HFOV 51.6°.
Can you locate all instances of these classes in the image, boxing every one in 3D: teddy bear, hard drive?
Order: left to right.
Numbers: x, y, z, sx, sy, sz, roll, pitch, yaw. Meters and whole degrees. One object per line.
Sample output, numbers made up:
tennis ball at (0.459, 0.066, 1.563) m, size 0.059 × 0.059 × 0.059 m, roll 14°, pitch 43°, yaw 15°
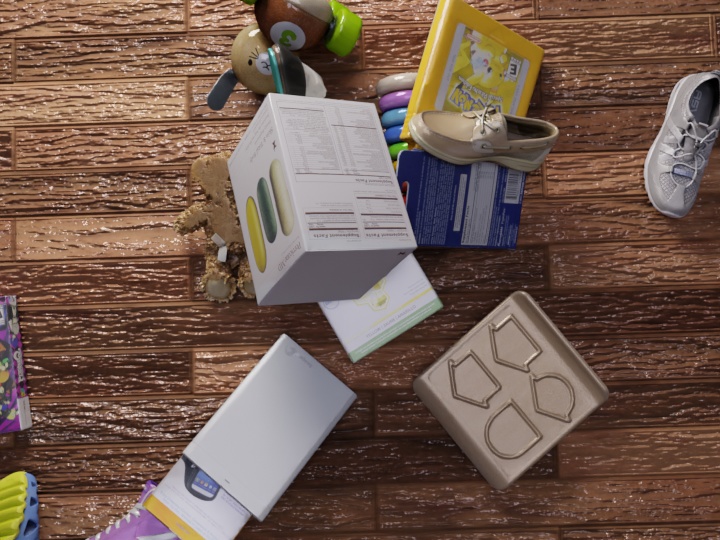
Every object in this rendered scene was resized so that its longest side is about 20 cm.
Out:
teddy bear at (-0.174, -0.056, 1.008) m, size 0.143 × 0.067 × 0.202 m, roll -22°, pitch 93°, yaw 9°
hard drive at (-0.114, 0.200, 0.968) m, size 0.131 × 0.026 × 0.200 m, roll 39°, pitch 68°, yaw 3°

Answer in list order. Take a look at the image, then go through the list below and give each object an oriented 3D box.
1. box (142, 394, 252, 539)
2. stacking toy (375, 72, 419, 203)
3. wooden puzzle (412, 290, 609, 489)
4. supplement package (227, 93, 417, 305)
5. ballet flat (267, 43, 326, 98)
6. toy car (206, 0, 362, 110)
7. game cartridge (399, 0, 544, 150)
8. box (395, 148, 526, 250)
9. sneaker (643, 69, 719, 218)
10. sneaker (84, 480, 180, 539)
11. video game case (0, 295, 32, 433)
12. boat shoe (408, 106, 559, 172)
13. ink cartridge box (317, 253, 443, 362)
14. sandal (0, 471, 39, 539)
box at (-0.171, 0.261, 0.970) m, size 0.119 × 0.042 × 0.200 m, roll 38°, pitch 66°, yaw 3°
stacking toy at (0.068, -0.155, 0.998) m, size 0.084 × 0.085 × 0.203 m, roll -4°, pitch 90°, yaw 1°
wooden puzzle at (0.197, 0.158, 0.993) m, size 0.200 × 0.046 × 0.186 m, roll -40°, pitch 86°, yaw 3°
supplement package at (-0.053, -0.082, 0.907) m, size 0.149 × 0.152 × 0.202 m, roll -2°, pitch 66°, yaw -32°
ballet flat at (-0.081, -0.219, 0.952) m, size 0.068 × 0.201 × 0.069 m, roll -15°, pitch 67°, yaw -11°
toy car at (-0.120, -0.284, 0.982) m, size 0.163 × 0.158 × 0.201 m, roll 22°, pitch 109°, yaw -22°
game cartridge at (0.150, -0.229, 0.982) m, size 0.175 × 0.032 × 0.203 m, roll 18°, pitch 86°, yaw -29°
box at (0.122, -0.090, 0.958) m, size 0.198 × 0.032 × 0.123 m, roll 0°, pitch 103°, yaw -28°
sneaker at (0.432, -0.172, 0.990) m, size 0.074 × 0.082 × 0.203 m, roll 11°, pitch 86°, yaw 2°
sneaker at (-0.305, 0.336, 0.979) m, size 0.197 × 0.073 × 0.116 m, roll -1°, pitch 82°, yaw -9°
video game case at (-0.556, 0.138, 1.007) m, size 0.197 × 0.036 × 0.184 m, roll -8°, pitch 87°, yaw 0°
boat shoe at (0.154, -0.172, 0.920) m, size 0.197 × 0.065 × 0.073 m, roll 7°, pitch 53°, yaw -23°
ink cartridge box at (0.000, 0.000, 1.004) m, size 0.145 × 0.048 × 0.201 m, roll -31°, pitch 89°, yaw -1°
sandal at (-0.450, 0.368, 0.972) m, size 0.079 × 0.087 × 0.203 m, roll -12°, pitch 66°, yaw 22°
